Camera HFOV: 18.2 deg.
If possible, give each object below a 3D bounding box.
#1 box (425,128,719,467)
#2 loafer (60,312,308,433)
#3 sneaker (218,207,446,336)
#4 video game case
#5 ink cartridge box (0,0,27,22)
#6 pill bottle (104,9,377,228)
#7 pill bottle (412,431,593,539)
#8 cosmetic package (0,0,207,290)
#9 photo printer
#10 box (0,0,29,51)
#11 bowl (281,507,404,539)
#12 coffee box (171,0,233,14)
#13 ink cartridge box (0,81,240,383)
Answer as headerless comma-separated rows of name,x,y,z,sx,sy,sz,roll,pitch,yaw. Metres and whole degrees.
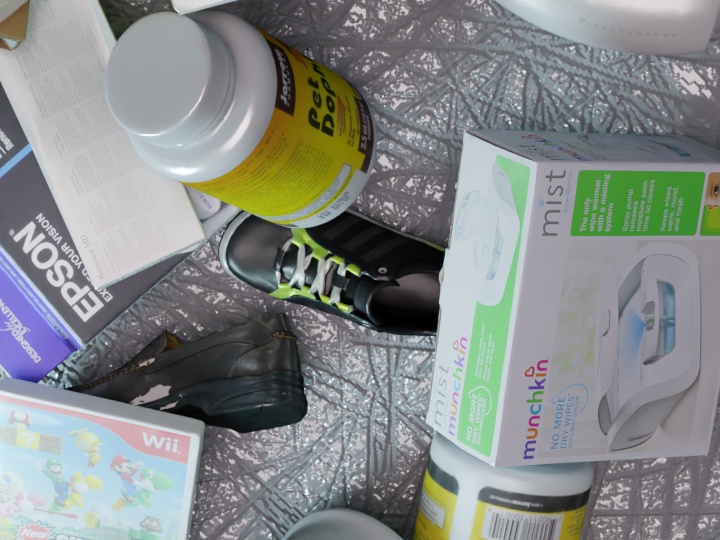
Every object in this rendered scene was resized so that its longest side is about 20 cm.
box,0.147,0.015,1.467,0.175,0.097,0.202,0,105,-30
loafer,-0.132,0.079,1.563,0.198,0.073,0.073,-8,69,13
sneaker,0.000,0.000,1.517,0.198,0.083,0.072,12,103,2
video game case,-0.189,0.170,1.569,0.142,0.018,0.201,12,126,2
ink cartridge box,-0.229,-0.275,1.427,0.045,0.200,0.177,-6,122,50
pill bottle,-0.077,-0.099,1.432,0.108,0.200,0.110,-6,76,27
pill bottle,0.087,0.215,1.544,0.113,0.114,0.202,12,104,2
cosmetic package,-0.178,-0.095,1.471,0.082,0.051,0.201,-24,90,-5
photo printer,0.174,-0.244,1.453,0.165,0.069,0.202,15,104,1
box,-0.282,-0.248,1.429,0.162,0.021,0.202,12,65,-22
bowl,-0.028,0.270,1.525,0.200,0.090,0.203,16,112,44
coffee box,-0.036,-0.286,1.393,0.196,0.200,0.201,-13,101,8
ink cartridge box,-0.216,-0.052,1.518,0.200,0.043,0.198,-41,94,0
